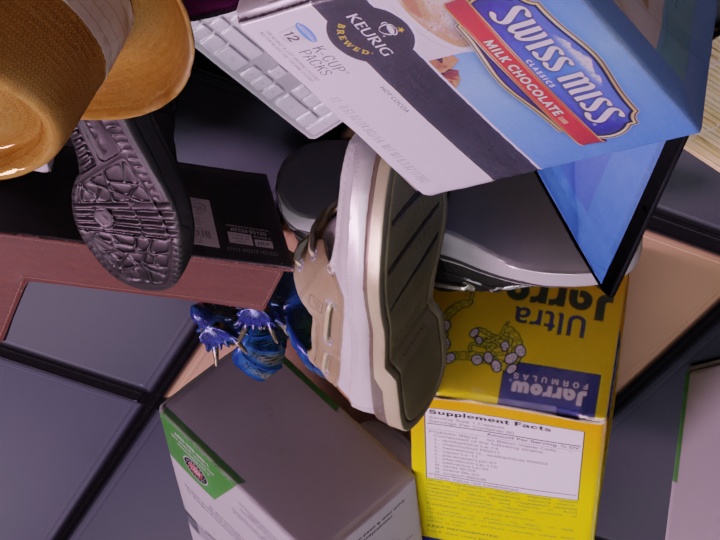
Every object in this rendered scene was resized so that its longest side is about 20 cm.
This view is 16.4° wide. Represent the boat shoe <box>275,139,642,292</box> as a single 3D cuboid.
[{"bbox_3d":[0.054,-0.024,1.323,0.199,0.071,0.064,12,151,18],"label":"boat shoe"}]

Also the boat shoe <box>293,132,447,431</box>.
[{"bbox_3d":[0.000,0.000,1.256,0.068,0.075,0.201,22,139,22],"label":"boat shoe"}]

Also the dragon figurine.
[{"bbox_3d":[-0.038,0.033,1.413,0.059,0.100,0.200,-1,153,21],"label":"dragon figurine"}]

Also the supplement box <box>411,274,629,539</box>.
[{"bbox_3d":[0.091,0.076,1.434,0.108,0.110,0.200,8,151,6],"label":"supplement box"}]

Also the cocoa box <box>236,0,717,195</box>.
[{"bbox_3d":[0.057,-0.154,0.956,0.131,0.201,0.133,-11,143,34],"label":"cocoa box"}]

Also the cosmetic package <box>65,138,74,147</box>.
[{"bbox_3d":[-0.213,-0.056,1.347,0.199,0.091,0.107,-6,146,34],"label":"cosmetic package"}]

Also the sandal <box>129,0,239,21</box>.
[{"bbox_3d":[-0.063,-0.135,1.065,0.199,0.048,0.075,10,136,-27],"label":"sandal"}]

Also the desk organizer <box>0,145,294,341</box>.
[{"bbox_3d":[-0.143,-0.010,1.249,0.199,0.072,0.077,7,132,-25],"label":"desk organizer"}]

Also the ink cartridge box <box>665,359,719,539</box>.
[{"bbox_3d":[0.273,0.155,1.467,0.084,0.147,0.200,-18,139,40],"label":"ink cartridge box"}]

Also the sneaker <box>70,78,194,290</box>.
[{"bbox_3d":[-0.105,-0.096,1.164,0.060,0.104,0.200,3,132,25],"label":"sneaker"}]

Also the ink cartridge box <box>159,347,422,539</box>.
[{"bbox_3d":[-0.035,0.157,1.508,0.147,0.083,0.200,41,156,29],"label":"ink cartridge box"}]

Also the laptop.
[{"bbox_3d":[0.047,-0.091,1.168,0.199,0.104,0.177,13,150,-2],"label":"laptop"}]

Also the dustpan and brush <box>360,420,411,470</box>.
[{"bbox_3d":[-0.003,0.141,1.650,0.139,0.057,0.200,-8,138,33],"label":"dustpan and brush"}]

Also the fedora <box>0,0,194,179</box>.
[{"bbox_3d":[-0.171,-0.094,1.026,0.200,0.082,0.201,13,150,7],"label":"fedora"}]

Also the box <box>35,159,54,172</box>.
[{"bbox_3d":[-0.174,-0.148,1.138,0.060,0.117,0.200,7,151,11],"label":"box"}]

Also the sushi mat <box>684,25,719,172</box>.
[{"bbox_3d":[0.220,-0.059,1.251,0.200,0.012,0.096,30,145,-28],"label":"sushi mat"}]

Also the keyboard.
[{"bbox_3d":[-0.058,-0.120,1.130,0.056,0.011,0.200,-35,137,17],"label":"keyboard"}]
